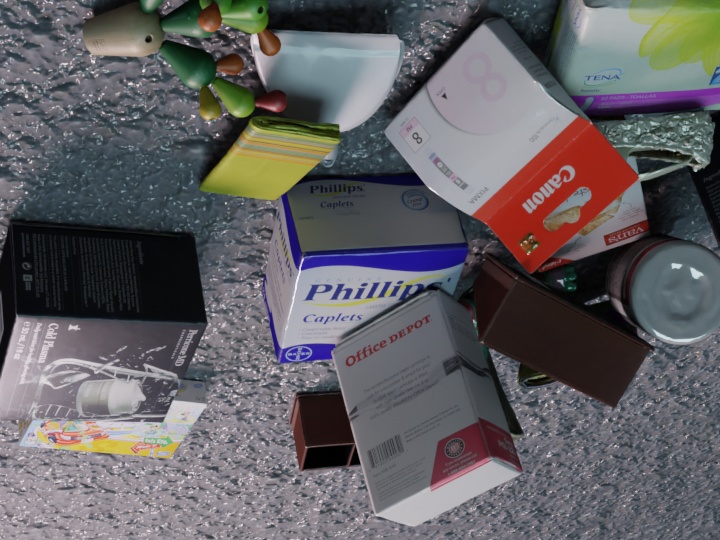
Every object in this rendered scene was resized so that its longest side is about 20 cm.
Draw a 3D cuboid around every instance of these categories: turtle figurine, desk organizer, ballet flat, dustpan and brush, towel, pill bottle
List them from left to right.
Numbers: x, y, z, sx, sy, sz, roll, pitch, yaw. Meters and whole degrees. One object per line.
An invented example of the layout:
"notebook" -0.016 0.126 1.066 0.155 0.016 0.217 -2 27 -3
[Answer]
"towel" -0.090 -0.106 1.250 0.085 0.018 0.200 8 164 -20
"dustpan and brush" -0.031 -0.159 1.235 0.138 0.057 0.201 3 136 0
"desk organizer" 0.012 0.207 1.722 0.198 0.077 0.072 -3 144 -14
"turtle figurine" 0.163 0.049 1.488 0.199 0.101 0.150 -16 150 -46
"desk organizer" 0.202 0.065 1.367 0.199 0.072 0.077 26 98 -28
"towel" 0.262 0.085 1.556 0.143 0.200 0.023 -17 104 17
"ballet flat" 0.247 -0.117 1.263 0.198 0.072 0.072 -5 145 1
"pill bottle" 0.337 0.016 1.466 0.110 0.112 0.200 -13 -175 1

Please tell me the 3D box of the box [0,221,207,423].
"box" -0.286 0.060 1.389 0.195 0.125 0.200 2 142 -24

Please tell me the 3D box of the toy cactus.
"toy cactus" -0.154 -0.200 1.098 0.164 0.103 0.200 -6 144 18

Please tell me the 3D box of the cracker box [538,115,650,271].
"cracker box" 0.230 -0.089 1.402 0.133 0.058 0.200 -19 145 8

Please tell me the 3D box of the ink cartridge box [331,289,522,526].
"ink cartridge box" 0.066 0.144 1.366 0.145 0.201 0.085 -30 148 22

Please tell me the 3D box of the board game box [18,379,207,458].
"board game box" -0.307 0.177 1.615 0.199 0.034 0.135 9 139 -28

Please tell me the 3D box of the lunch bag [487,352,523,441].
"lunch bag" 0.083 0.156 1.571 0.117 0.201 0.164 8 136 -34

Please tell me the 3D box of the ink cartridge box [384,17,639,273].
"ink cartridge box" 0.138 -0.112 1.237 0.163 0.200 0.057 -44 168 36

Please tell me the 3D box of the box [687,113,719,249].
"box" 0.453 -0.051 1.401 0.117 0.201 0.196 -29 142 22

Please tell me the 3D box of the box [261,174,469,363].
"box" 0.000 0.000 1.410 0.183 0.105 0.201 -3 143 -14

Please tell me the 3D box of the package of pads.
"package of pads" 0.278 -0.219 1.229 0.198 0.069 0.155 -6 144 -11
